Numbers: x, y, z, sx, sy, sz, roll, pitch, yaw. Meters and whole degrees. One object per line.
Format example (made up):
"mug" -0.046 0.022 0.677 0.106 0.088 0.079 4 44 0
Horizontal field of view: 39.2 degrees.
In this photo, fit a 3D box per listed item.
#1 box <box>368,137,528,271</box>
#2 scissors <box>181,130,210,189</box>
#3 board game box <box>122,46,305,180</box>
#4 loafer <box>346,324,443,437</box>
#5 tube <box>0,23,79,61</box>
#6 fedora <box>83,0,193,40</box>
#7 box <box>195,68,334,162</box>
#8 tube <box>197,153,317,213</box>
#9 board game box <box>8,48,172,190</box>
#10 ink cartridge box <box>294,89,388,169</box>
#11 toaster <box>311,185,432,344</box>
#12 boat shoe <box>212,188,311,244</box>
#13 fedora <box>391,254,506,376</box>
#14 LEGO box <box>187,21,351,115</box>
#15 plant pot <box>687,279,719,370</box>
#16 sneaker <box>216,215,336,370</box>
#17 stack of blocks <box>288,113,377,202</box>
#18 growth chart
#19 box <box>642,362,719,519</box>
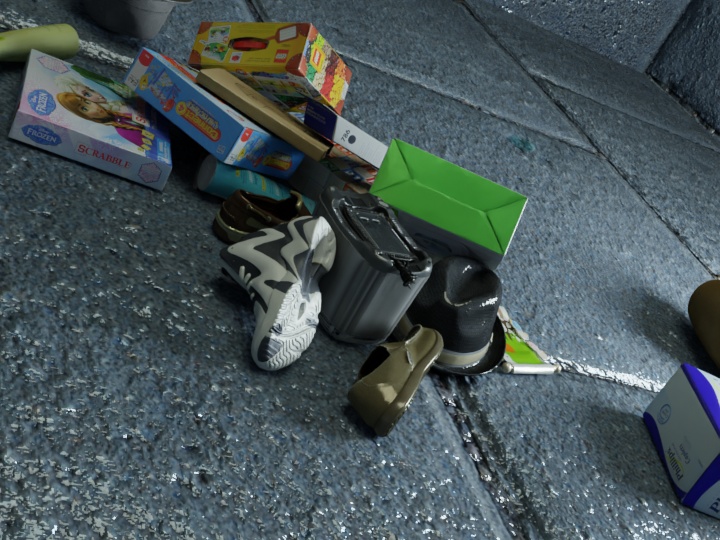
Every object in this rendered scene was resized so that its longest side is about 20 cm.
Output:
"box" 0.110 -0.073 1.398 0.198 0.097 0.177 25 -18 3
"scissors" -0.213 -0.160 1.429 0.073 0.014 0.201 17 29 -26
"board game box" -0.197 -0.214 1.404 0.199 0.056 0.195 39 12 19
"loafer" 0.040 0.109 1.148 0.067 0.076 0.200 37 26 0
"tube" -0.466 -0.307 1.377 0.052 0.058 0.200 48 30 6
"fedora" -0.381 -0.440 1.659 0.199 0.091 0.177 32 23 17
"box" -0.129 -0.220 1.419 0.199 0.021 0.164 34 11 -3
"tube" -0.127 -0.101 1.387 0.199 0.050 0.078 20 35 -35
"board game box" -0.348 -0.200 1.323 0.198 0.041 0.201 19 27 -24
"ink cartridge box" -0.011 -0.189 1.463 0.199 0.039 0.099 29 5 -35
"toaster" 0.000 0.000 1.237 0.113 0.130 0.200 6 34 -39
"boat shoe" -0.089 -0.063 1.316 0.201 0.075 0.075 7 34 -40
"fedora" 0.122 0.042 1.309 0.199 0.092 0.201 19 33 -13
"LEGO box" -0.135 -0.308 1.540 0.198 0.078 0.149 8 -15 28
"plant pot" 0.660 0.093 1.747 0.185 0.188 0.200 20 14 -19
"sneaker" -0.114 0.025 1.149 0.080 0.128 0.201 51 44 -48
"stack of blocks" -0.058 -0.155 1.533 0.200 0.059 0.115 39 27 17
"growth chart" 0.185 0.079 1.424 0.144 0.018 0.200 -2 42 -50
"box" 0.512 0.248 1.370 0.198 0.106 0.185 23 26 -15
